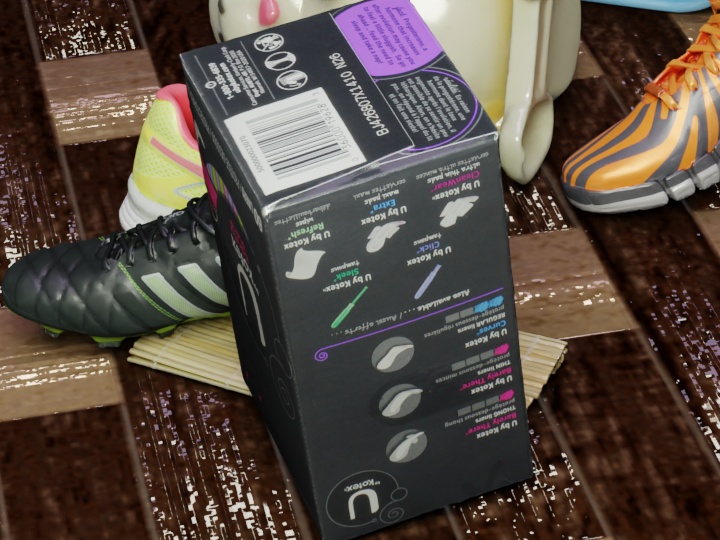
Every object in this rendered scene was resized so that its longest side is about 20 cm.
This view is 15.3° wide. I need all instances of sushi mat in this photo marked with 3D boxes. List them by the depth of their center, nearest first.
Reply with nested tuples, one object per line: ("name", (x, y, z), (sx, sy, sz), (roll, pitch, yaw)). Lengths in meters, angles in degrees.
("sushi mat", (-0.006, 0.041, 1.286), (0.199, 0.012, 0.096), (15, 37, 25))

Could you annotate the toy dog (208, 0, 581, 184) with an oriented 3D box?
("toy dog", (0.014, -0.144, 1.460), (0.199, 0.140, 0.194), (8, 21, 14))

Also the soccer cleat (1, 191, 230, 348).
("soccer cleat", (-0.075, -0.009, 1.280), (0.199, 0.081, 0.068), (-1, 34, 4))

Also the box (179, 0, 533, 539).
("box", (0.000, 0.000, 1.159), (0.106, 0.200, 0.122), (-18, 42, -10))

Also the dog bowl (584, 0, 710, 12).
("dog bowl", (0.143, -0.208, 1.579), (0.199, 0.112, 0.050), (9, 48, 16))

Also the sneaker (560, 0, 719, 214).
("sneaker", (0.180, -0.115, 1.393), (0.200, 0.112, 0.078), (-29, 28, -9))

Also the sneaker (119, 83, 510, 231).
("sneaker", (-0.023, -0.047, 1.337), (0.199, 0.091, 0.078), (8, 19, 6))
